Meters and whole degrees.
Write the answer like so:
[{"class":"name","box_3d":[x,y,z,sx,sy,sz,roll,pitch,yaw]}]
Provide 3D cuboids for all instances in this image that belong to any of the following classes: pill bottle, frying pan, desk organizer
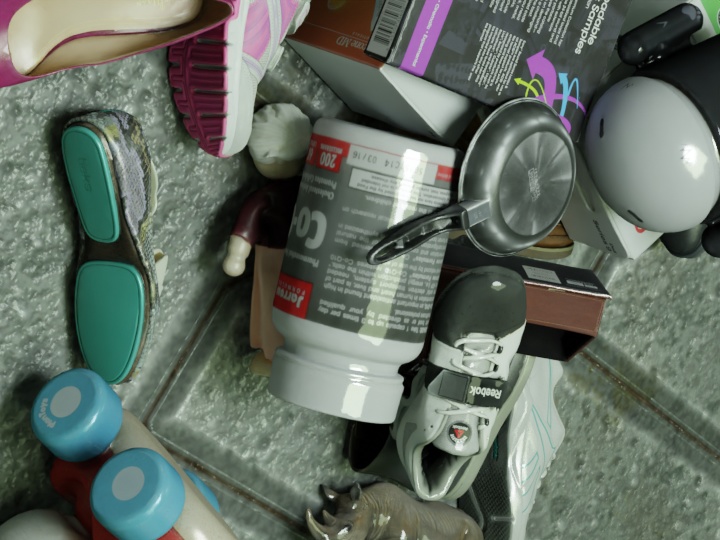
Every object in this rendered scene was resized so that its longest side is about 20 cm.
[{"class":"pill bottle","box_3d":[0.000,0.000,1.549,0.113,0.114,0.202,10,95,-40]},{"class":"frying pan","box_3d":[0.087,-0.062,1.512,0.189,0.031,0.116,-5,108,-44]},{"class":"desk organizer","box_3d":[0.083,0.028,1.664,0.198,0.072,0.078,10,105,-9]}]

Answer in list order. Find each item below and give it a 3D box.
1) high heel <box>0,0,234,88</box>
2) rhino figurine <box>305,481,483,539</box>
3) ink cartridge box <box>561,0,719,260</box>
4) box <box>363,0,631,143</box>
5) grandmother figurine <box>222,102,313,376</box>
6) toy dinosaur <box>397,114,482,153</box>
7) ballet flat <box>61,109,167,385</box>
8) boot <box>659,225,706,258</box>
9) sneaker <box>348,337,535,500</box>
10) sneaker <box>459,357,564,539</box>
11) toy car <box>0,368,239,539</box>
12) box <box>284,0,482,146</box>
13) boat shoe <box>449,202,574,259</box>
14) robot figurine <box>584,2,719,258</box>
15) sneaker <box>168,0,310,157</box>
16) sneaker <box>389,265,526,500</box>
[{"class":"high heel","box_3d":[-0.183,-0.160,1.427,0.199,0.096,0.068,-29,122,-27]},{"class":"rhino figurine","box_3d":[0.025,0.218,1.748,0.199,0.060,0.088,23,74,-40]},{"class":"ink cartridge box","box_3d":[0.227,-0.129,1.697,0.200,0.084,0.147,-41,121,-19]},{"class":"box","box_3d":[0.106,-0.185,1.523,0.199,0.036,0.144,19,95,-40]},{"class":"grandmother figurine","box_3d":[-0.058,-0.024,1.604,0.121,0.060,0.202,-24,118,-53]},{"class":"toy dinosaur","box_3d":[0.070,-0.115,1.643,0.106,0.060,0.201,-20,91,-61]},{"class":"ballet flat","box_3d":[-0.164,-0.019,1.517,0.072,0.072,0.202,-18,117,-32]},{"class":"boot","box_3d":[0.221,-0.101,1.786,0.199,0.065,0.166,7,93,-42]},{"class":"sneaker","box_3d":[0.069,0.084,1.727,0.106,0.075,0.201,16,96,-40]},{"class":"sneaker","box_3d":[0.134,0.158,1.809,0.080,0.070,0.202,-6,109,-39]},{"class":"toy car","box_3d":[-0.194,0.210,1.517,0.200,0.177,0.185,-42,139,-4]},{"class":"box","box_3d":[0.060,-0.209,1.585,0.097,0.124,0.201,43,78,-39]},{"class":"boat shoe","box_3d":[0.101,-0.056,1.704,0.199,0.072,0.069,10,100,-40]},{"class":"robot figurine","box_3d":[0.258,-0.105,1.599,0.199,0.150,0.125,-26,143,-27]},{"class":"sneaker","box_3d":[-0.075,-0.177,1.517,0.088,0.081,0.202,-1,107,-36]},{"class":"sneaker","box_3d":[0.080,0.088,1.604,0.073,0.089,0.201,7,129,-15]}]
